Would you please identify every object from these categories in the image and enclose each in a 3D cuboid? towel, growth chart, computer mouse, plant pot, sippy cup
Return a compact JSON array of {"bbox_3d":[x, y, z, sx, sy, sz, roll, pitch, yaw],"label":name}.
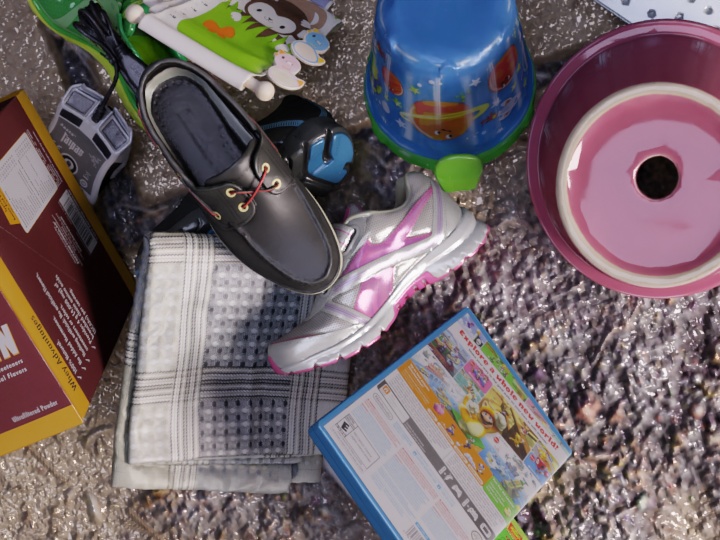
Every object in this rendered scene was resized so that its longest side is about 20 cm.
[{"bbox_3d":[-0.091,0.076,0.887,0.190,0.034,0.204,5,97,-34],"label":"towel"},{"bbox_3d":[-0.083,-0.198,0.864,0.143,0.201,0.018,25,130,4],"label":"growth chart"},{"bbox_3d":[-0.214,-0.117,0.922,0.110,0.044,0.200,43,135,-5],"label":"computer mouse"},{"bbox_3d":[0.205,-0.069,0.789,0.197,0.179,0.204,3,103,15],"label":"plant pot"},{"bbox_3d":[0.063,-0.160,0.832,0.139,0.131,0.178,-38,72,-7],"label":"sippy cup"}]

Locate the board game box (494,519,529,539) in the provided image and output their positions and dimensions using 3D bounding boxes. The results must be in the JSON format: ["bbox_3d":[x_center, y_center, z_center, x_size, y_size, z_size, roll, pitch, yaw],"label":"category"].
[{"bbox_3d":[0.065,0.179,0.881,0.047,0.101,0.201,-37,86,18],"label":"board game box"}]

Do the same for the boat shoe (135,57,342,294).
[{"bbox_3d":[-0.088,-0.064,0.816,0.073,0.063,0.202,-39,91,-3],"label":"boat shoe"}]

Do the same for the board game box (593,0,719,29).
[{"bbox_3d":[0.234,-0.287,0.862,0.199,0.026,0.201,36,100,8],"label":"board game box"}]

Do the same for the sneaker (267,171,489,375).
[{"bbox_3d":[0.000,0.000,0.877,0.199,0.081,0.089,-41,95,-13],"label":"sneaker"}]

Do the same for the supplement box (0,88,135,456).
[{"bbox_3d":[-0.287,0.006,0.865,0.131,0.201,0.199,-21,114,12],"label":"supplement box"}]

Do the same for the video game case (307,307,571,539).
[{"bbox_3d":[0.065,0.127,0.842,0.144,0.199,0.018,54,134,4],"label":"video game case"}]

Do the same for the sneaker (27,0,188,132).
[{"bbox_3d":[-0.192,-0.201,0.920,0.200,0.074,0.084,47,137,-2],"label":"sneaker"}]

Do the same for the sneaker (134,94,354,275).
[{"bbox_3d":[-0.098,-0.059,0.910,0.199,0.073,0.082,-36,48,-3],"label":"sneaker"}]
